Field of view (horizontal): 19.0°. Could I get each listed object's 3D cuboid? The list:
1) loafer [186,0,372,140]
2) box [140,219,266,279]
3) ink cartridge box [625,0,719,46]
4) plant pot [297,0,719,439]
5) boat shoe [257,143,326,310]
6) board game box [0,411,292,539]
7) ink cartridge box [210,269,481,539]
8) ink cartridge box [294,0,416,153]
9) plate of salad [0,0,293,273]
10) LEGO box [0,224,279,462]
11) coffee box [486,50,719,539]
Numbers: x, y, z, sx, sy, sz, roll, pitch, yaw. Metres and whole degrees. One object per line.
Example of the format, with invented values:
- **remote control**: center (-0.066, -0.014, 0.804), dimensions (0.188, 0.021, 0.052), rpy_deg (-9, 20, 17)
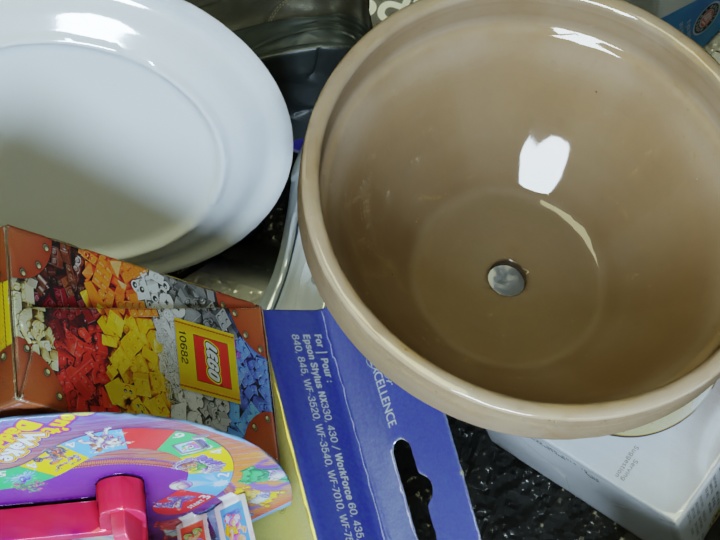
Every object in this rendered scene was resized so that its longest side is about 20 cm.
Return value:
- **loafer**: center (-0.088, -0.094, 1.018), dimensions (0.200, 0.073, 0.072), rpy_deg (-7, 48, 7)
- **box**: center (-0.181, -0.056, 1.066), dimensions (0.200, 0.050, 0.199), rpy_deg (-31, 81, -2)
- **ink cartridge box**: center (0.181, -0.208, 1.028), dimensions (0.200, 0.145, 0.084), rpy_deg (-44, 68, -8)
- **plant pot**: center (0.069, -0.015, 0.903), dimensions (0.201, 0.093, 0.201), rpy_deg (4, 65, -8)
- **boat shoe**: center (0.000, 0.000, 1.016), dimensions (0.067, 0.074, 0.200), rpy_deg (15, 83, 44)
- **board game box**: center (-0.127, 0.118, 0.882), dimensions (0.200, 0.158, 0.039), rpy_deg (-29, 55, 32)
- **ink cartridge box**: center (-0.042, 0.125, 0.944), dimensions (0.200, 0.047, 0.198), rpy_deg (-31, 64, 33)
- **ink cartridge box**: center (-0.030, -0.164, 1.105), dimensions (0.198, 0.043, 0.200), rpy_deg (18, 75, 17)
- **plate of salad**: center (-0.129, -0.066, 0.959), dimensions (0.200, 0.200, 0.048), rpy_deg (-6, 48, 8)
- **LEGO box**: center (-0.160, 0.064, 0.924), dimensions (0.200, 0.149, 0.077), rpy_deg (-24, 62, 34)
- **coffee box**: center (0.156, 0.016, 0.981), dimensions (0.113, 0.080, 0.200), rpy_deg (33, 78, 21)
